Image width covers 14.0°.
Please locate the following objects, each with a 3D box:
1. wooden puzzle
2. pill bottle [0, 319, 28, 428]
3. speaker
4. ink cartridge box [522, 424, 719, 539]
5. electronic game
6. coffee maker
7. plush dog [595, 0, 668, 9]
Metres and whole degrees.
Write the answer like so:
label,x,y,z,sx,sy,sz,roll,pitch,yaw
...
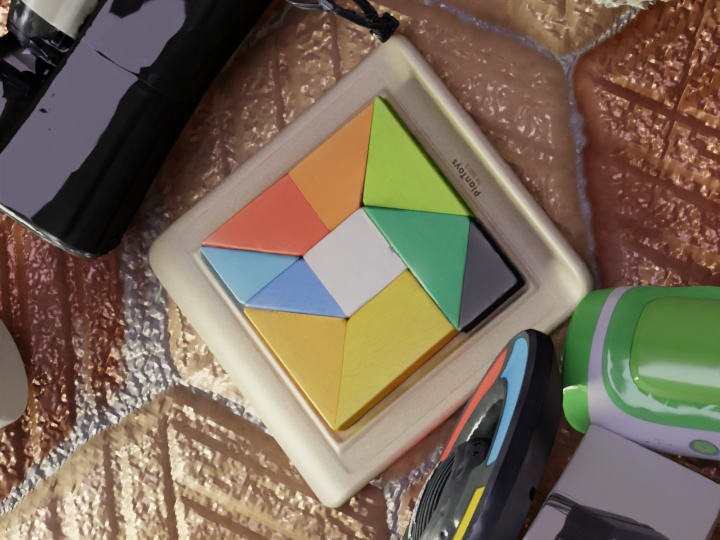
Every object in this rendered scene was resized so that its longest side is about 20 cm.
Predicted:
label,x,y,z,sx,sy,sz,roll,pitch,yaw
wooden puzzle,0.000,0.000,1.584,0.200,0.037,0.185,-41,74,15
pill bottle,-0.292,0.088,1.655,0.200,0.111,0.111,-27,78,18
speaker,0.207,0.057,1.473,0.200,0.088,0.089,7,89,22
ink cartridge box,0.096,0.188,1.423,0.084,0.200,0.145,27,120,8
electronic game,0.049,0.121,1.478,0.042,0.200,0.200,24,96,-5
coffee maker,-0.122,-0.108,1.583,0.192,0.135,0.200,38,103,23
plush dog,0.193,-0.204,1.480,0.172,0.160,0.200,14,80,3
